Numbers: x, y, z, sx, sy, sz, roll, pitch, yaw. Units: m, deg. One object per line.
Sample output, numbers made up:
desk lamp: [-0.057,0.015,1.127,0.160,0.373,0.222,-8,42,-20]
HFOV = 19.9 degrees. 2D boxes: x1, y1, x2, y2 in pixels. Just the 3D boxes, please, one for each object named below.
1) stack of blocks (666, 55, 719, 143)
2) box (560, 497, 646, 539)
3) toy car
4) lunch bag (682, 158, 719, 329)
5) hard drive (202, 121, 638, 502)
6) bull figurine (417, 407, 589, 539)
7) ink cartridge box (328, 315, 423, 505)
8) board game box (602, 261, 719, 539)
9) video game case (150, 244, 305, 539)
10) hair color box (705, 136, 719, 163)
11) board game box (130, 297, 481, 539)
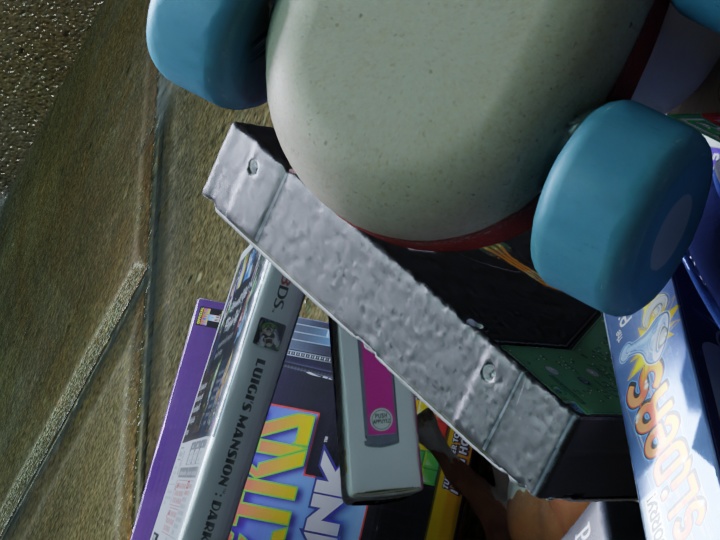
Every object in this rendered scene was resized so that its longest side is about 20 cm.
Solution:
stack of blocks: [0.206,-0.125,0.748,0.202,0.114,0.059,-68,18,-3]
box: [0.085,0.220,0.689,0.199,0.122,0.201,-55,22,32]
toy car: [0.066,-0.082,0.701,0.178,0.183,0.200,-63,-24,3]
lunch bag: [0.186,0.009,0.615,0.133,0.135,0.200,-61,20,22]
hard drive: [0.049,0.014,0.754,0.200,0.139,0.038,40,113,38]
bull figurine: [0.092,0.085,0.855,0.065,0.122,0.200,-34,-5,-25]
ink cartridge box: [0.000,0.000,0.896,0.095,0.037,0.202,108,156,-82]
board game box: [0.146,0.064,0.667,0.034,0.135,0.201,-48,24,29]
video game case: [-0.062,0.070,0.928,0.200,0.023,0.183,146,142,-80]
hair color box: [0.154,-0.069,0.844,0.109,0.065,0.202,13,76,37]
board game box: [-0.028,0.126,1.057,0.057,0.164,0.202,84,-162,-65]
